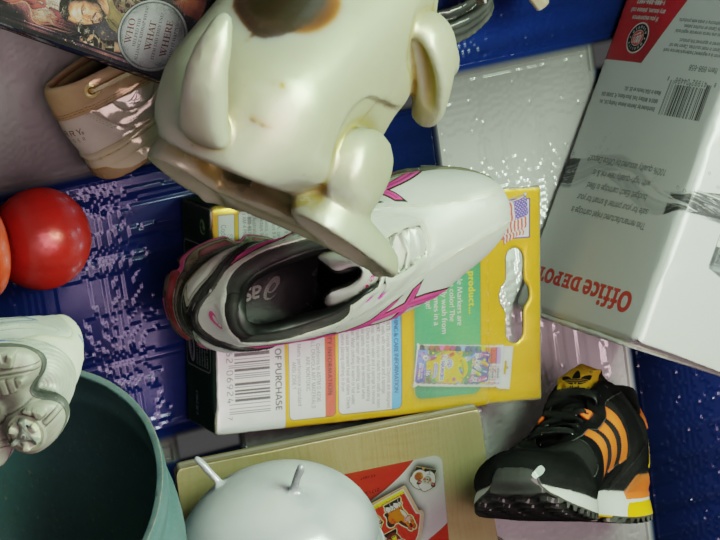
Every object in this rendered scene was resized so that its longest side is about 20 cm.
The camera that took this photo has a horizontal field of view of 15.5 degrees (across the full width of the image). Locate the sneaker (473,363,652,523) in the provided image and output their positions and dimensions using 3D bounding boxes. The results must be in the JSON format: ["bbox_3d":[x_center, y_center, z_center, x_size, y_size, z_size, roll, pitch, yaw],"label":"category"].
[{"bbox_3d":[0.114,0.096,1.494,0.200,0.070,0.091,17,73,-66],"label":"sneaker"}]

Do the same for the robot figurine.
[{"bbox_3d":[-0.032,0.186,1.424,0.113,0.169,0.201,-58,137,-55],"label":"robot figurine"}]

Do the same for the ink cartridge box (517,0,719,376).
[{"bbox_3d":[0.184,-0.049,1.500,0.083,0.144,0.201,21,89,-25],"label":"ink cartridge box"}]

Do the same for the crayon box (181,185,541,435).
[{"bbox_3d":[0.002,0.017,1.481,0.199,0.052,0.127,-4,99,-23],"label":"crayon box"}]

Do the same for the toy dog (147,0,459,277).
[{"bbox_3d":[-0.024,-0.129,1.309,0.194,0.139,0.201,38,75,-54],"label":"toy dog"}]

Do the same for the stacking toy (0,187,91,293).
[{"bbox_3d":[-0.233,-0.007,1.364,0.199,0.085,0.086,-13,103,-28],"label":"stacking toy"}]

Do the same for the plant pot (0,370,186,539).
[{"bbox_3d":[-0.172,0.168,1.364,0.200,0.200,0.135,-38,136,-14],"label":"plant pot"}]

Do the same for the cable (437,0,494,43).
[{"bbox_3d":[-0.011,-0.107,1.461,0.200,0.097,0.051,-41,144,-33],"label":"cable"}]

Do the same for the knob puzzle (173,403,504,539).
[{"bbox_3d":[-0.010,0.179,1.507,0.218,0.030,0.221,-6,112,-14],"label":"knob puzzle"}]

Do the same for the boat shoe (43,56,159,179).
[{"bbox_3d":[-0.084,-0.138,1.407,0.200,0.074,0.069,-45,116,-10],"label":"boat shoe"}]

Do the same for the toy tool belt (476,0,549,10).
[{"bbox_3d":[0.086,-0.199,1.403,0.124,0.200,0.124,-17,95,1],"label":"toy tool belt"}]

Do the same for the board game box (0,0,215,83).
[{"bbox_3d":[-0.119,-0.208,1.364,0.135,0.035,0.201,19,88,9],"label":"board game box"}]

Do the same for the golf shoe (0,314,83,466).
[{"bbox_3d":[-0.231,0.066,1.357,0.199,0.097,0.079,-8,112,17],"label":"golf shoe"}]

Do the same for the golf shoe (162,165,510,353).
[{"bbox_3d":[0.000,0.000,1.400,0.199,0.092,0.073,-22,105,-21],"label":"golf shoe"}]
